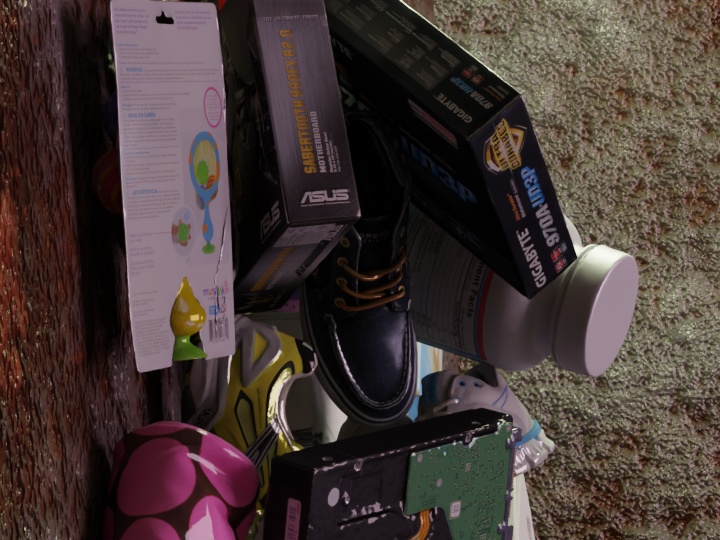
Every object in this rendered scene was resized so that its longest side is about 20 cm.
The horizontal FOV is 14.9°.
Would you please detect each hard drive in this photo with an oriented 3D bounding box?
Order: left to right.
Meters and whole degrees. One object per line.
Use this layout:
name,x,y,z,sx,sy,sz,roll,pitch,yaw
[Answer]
hard drive,0.017,0.160,1.566,0.199,0.038,0.141,-10,109,-50

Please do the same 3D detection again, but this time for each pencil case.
pencil case,-0.094,0.183,1.463,0.091,0.093,0.201,132,-33,-51

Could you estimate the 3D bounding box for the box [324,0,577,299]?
box,0.041,-0.091,1.694,0.200,0.046,0.159,42,-16,38

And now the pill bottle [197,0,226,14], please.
pill bottle,-0.054,-0.152,1.879,0.116,0.115,0.201,67,20,-70

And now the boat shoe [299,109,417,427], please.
boat shoe,0.000,0.000,1.705,0.091,0.070,0.201,173,-96,-73

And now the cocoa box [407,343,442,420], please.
cocoa box,-0.007,0.069,2.081,0.201,0.130,0.134,-87,170,-45

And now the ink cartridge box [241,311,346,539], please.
ink cartridge box,-0.056,0.143,1.837,0.146,0.084,0.201,66,23,-70

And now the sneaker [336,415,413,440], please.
sneaker,0.019,0.185,1.763,0.081,0.076,0.201,110,-23,-88

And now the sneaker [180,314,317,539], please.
sneaker,-0.075,0.128,1.652,0.075,0.076,0.201,-8,107,-84

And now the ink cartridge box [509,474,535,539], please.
ink cartridge box,0.023,0.210,1.966,0.145,0.199,0.085,77,11,-50

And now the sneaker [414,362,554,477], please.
sneaker,0.053,0.111,1.735,0.087,0.075,0.200,64,24,-4

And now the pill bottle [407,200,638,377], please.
pill bottle,0.074,0.001,1.791,0.109,0.199,0.109,-46,146,-46

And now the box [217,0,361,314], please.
box,-0.060,-0.075,1.687,0.200,0.048,0.159,135,-53,-67

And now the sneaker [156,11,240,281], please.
sneaker,-0.105,-0.054,1.606,0.091,0.066,0.201,-86,172,-62

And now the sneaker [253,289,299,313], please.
sneaker,-0.059,-0.020,1.935,0.200,0.088,0.081,-118,-141,-52

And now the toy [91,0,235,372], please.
toy,-0.117,-0.047,1.533,0.115,0.047,0.201,-8,92,-64
